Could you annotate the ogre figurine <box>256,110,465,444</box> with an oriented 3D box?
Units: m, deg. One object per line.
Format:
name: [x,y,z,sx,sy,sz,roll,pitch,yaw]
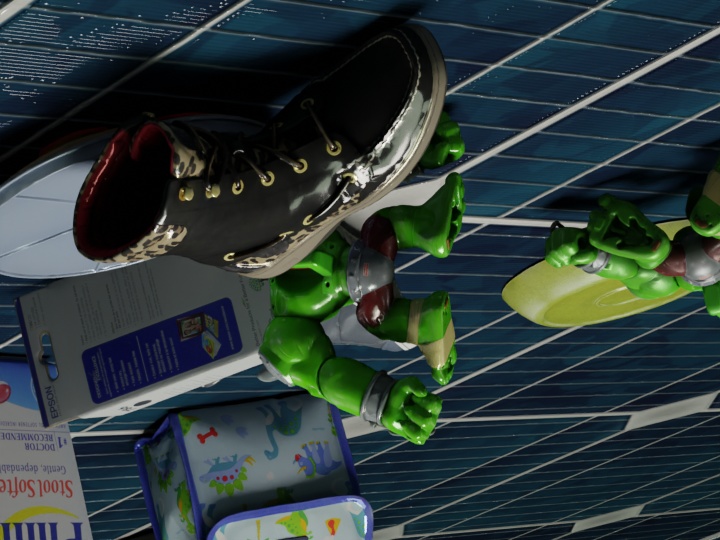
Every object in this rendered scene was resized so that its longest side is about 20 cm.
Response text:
ogre figurine: [0.000,0.000,1.542,0.120,0.200,0.098,4,-172,13]

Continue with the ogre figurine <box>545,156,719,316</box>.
ogre figurine: [0.248,-0.020,1.822,0.200,0.098,0.120,-30,150,12]

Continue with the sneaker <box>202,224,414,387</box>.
sneaker: [-0.049,0.034,1.762,0.146,0.077,0.202,-30,152,12]

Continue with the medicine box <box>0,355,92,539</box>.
medicine box: [-0.296,0.170,1.804,0.103,0.200,0.182,-24,163,31]

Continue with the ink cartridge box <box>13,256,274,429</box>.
ink cartridge box: [-0.132,0.033,1.663,0.200,0.100,0.039,-19,166,18]

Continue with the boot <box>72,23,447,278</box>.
boot: [-0.057,-0.065,1.377,0.150,0.073,0.200,0,147,-48]

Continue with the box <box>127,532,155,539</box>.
box: [-0.216,0.356,2.711,0.200,0.125,0.149,-17,165,14]

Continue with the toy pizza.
toy pizza: [-0.142,-0.050,1.474,0.200,0.032,0.200,-17,162,-6]

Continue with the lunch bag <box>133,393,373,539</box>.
lunch bag: [-0.088,0.219,2.187,0.170,0.200,0.127,-6,163,-27]

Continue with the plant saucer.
plant saucer: [0.216,0.008,2.044,0.200,0.031,0.200,-14,166,-4]
